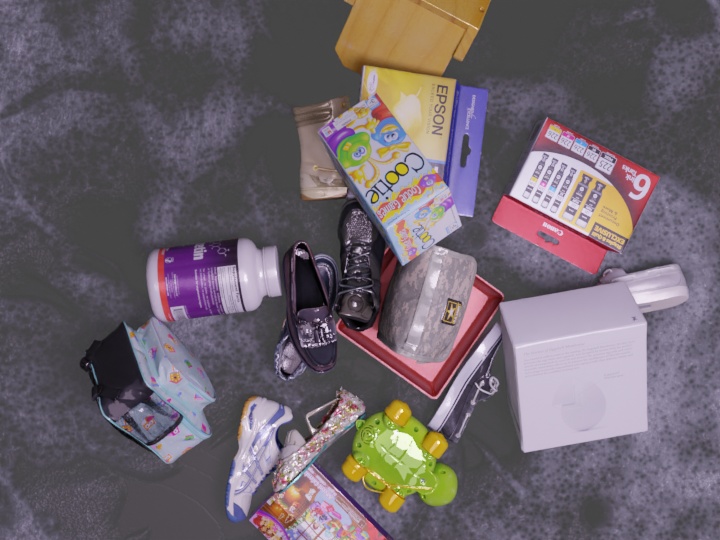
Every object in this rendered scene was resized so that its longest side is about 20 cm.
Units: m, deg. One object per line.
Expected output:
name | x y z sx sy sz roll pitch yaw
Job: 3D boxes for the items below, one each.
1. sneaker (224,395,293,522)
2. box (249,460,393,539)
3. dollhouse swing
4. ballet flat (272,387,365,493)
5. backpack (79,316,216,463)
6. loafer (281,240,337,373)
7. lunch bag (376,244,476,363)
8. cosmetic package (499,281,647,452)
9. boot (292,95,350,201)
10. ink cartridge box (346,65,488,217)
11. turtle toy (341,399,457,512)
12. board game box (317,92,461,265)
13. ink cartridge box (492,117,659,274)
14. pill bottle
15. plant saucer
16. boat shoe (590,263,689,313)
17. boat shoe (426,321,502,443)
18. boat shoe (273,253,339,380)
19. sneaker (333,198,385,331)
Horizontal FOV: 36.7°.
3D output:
sneaker | -0.158 0.303 1.704 0.087 0.075 0.203 12 95 -2
box | -0.061 0.414 1.729 0.200 0.039 0.137 44 93 -3
dollhouse swing | 0.079 -0.399 1.655 0.198 0.176 0.184 25 63 -4
ballet flat | -0.076 0.258 1.684 0.200 0.076 0.064 -41 95 -24
backpack | -0.305 0.185 1.636 0.152 0.176 0.201 -33 133 -6
loafer | -0.078 0.052 1.623 0.071 0.063 0.203 -10 70 -14
lunch bag | 0.097 0.044 1.590 0.116 0.200 0.167 18 93 -1
cosmetic package | 0.321 0.144 1.637 0.196 0.124 0.203 -9 123 0
boot | -0.003 -0.193 1.675 0.196 0.073 0.158 -6 93 3
ink cartridge box | 0.087 -0.192 1.624 0.196 0.047 0.201 7 88 -1
turtle toy | 0.069 0.296 1.691 0.199 0.101 0.146 40 93 -3
board game box | 0.040 -0.128 1.505 0.102 0.105 0.201 -32 59 -2
ink cartridge box | 0.328 -0.110 1.674 0.198 0.084 0.178 26 94 -2
pill bottle | -0.223 0.012 1.665 0.196 0.112 0.115 -7 94 0
plant saucer | 0.093 0.064 1.708 0.199 0.037 0.201 35 93 -2
boat shoe | 0.409 0.029 1.696 0.197 0.072 0.070 -12 67 11
boat shoe | 0.181 0.178 1.696 0.067 0.074 0.201 31 93 2
boat shoe | -0.081 0.074 1.681 0.070 0.091 0.203 18 93 -1
sneaker | 0.000 0.000 1.604 0.075 0.115 0.203 2 112 0
